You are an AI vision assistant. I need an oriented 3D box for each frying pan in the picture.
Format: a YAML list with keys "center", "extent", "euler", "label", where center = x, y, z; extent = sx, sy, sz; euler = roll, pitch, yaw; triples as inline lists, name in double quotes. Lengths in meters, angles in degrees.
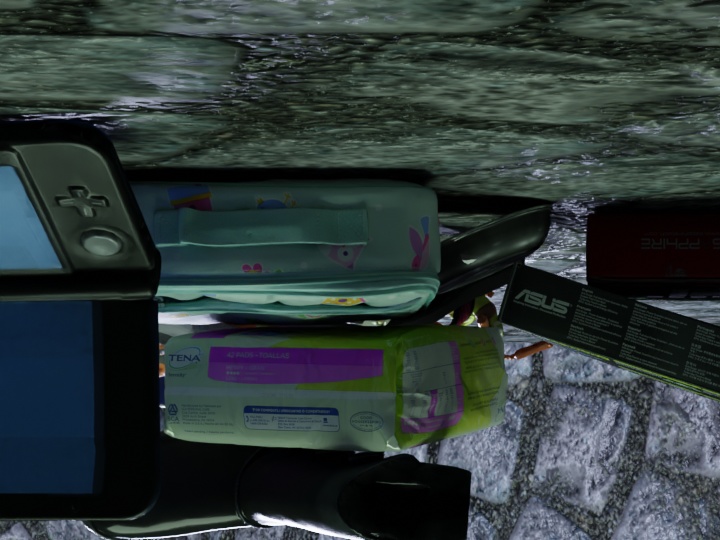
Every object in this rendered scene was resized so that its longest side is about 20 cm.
- center: [0.072, -0.007, 1.341]
  extent: [0.114, 0.031, 0.190]
  euler: [-22, 173, -1]
  label: "frying pan"

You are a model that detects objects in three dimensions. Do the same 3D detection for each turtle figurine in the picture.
- center: [0.048, 0.016, 1.606]
  extent: [0.160, 0.065, 0.199]
  euler: [16, -178, -38]
  label: "turtle figurine"

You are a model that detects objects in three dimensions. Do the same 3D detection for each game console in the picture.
- center: [-0.199, 0.027, 0.960]
  extent: [0.198, 0.119, 0.171]
  euler: [-2, 148, 9]
  label: "game console"

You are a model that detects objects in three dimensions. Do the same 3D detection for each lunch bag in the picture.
- center: [-0.055, -0.009, 1.170]
  extent: [0.198, 0.078, 0.160]
  euler: [-2, 177, -3]
  label: "lunch bag"

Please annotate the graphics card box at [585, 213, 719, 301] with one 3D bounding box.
- center: [0.217, -0.007, 1.425]
  extent: [0.124, 0.051, 0.200]
  euler: [0, 175, 7]
  label: "graphics card box"

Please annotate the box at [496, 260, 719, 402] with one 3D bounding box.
- center: [0.198, 0.050, 1.357]
  extent: [0.199, 0.048, 0.193]
  euler: [18, 177, 13]
  label: "box"

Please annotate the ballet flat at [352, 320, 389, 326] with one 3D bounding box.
- center: [0.000, 0.000, 1.350]
  extent: [0.069, 0.072, 0.200]
  euler: [-1, 176, 18]
  label: "ballet flat"

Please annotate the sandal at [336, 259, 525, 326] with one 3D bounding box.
- center: [0.045, 0.026, 1.453]
  extent: [0.075, 0.045, 0.199]
  euler: [24, -150, 37]
  label: "sandal"

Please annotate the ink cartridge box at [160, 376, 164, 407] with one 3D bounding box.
- center: [-0.179, 0.072, 1.694]
  extent: [0.195, 0.044, 0.200]
  euler: [12, -174, -34]
  label: "ink cartridge box"

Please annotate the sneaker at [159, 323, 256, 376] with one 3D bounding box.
- center: [-0.170, 0.028, 1.284]
  extent: [0.199, 0.078, 0.112]
  euler: [23, 141, -34]
  label: "sneaker"

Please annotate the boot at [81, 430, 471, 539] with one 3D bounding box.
- center: [-0.053, 0.134, 1.217]
  extent: [0.164, 0.066, 0.199]
  euler: [-9, -171, -32]
  label: "boot"

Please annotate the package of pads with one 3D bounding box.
- center: [-0.006, 0.066, 1.243]
  extent: [0.153, 0.069, 0.200]
  euler: [0, -179, 22]
  label: "package of pads"
